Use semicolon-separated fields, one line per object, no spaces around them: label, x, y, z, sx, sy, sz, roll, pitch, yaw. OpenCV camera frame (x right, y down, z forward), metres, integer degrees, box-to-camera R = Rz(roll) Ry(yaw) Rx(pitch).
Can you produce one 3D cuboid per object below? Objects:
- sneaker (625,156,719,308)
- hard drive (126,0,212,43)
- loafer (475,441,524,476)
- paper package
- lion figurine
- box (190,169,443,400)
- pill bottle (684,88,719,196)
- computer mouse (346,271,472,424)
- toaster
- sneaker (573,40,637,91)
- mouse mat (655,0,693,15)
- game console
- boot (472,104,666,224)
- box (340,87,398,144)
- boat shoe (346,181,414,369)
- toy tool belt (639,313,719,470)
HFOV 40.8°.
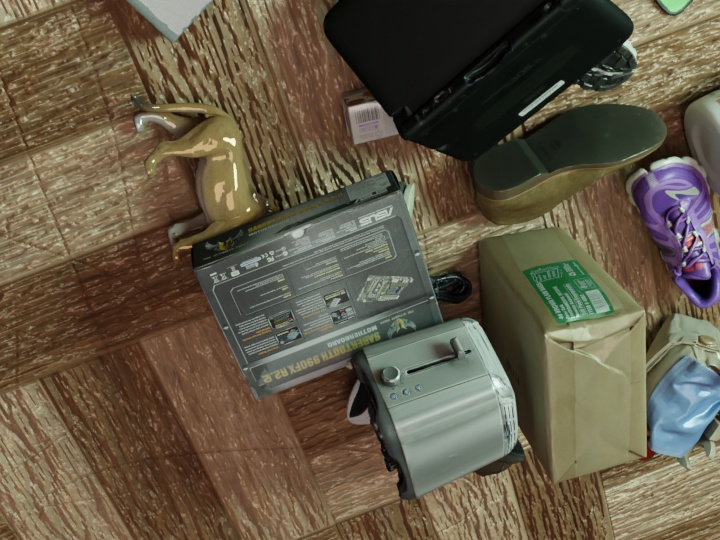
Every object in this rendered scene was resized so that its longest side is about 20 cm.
sneaker;0.339;-0.037;1.002;0.080;0.084;0.200;-24;130;21
hard drive;-0.180;-0.306;0.785;0.139;0.033;0.200;-43;119;11
loafer;0.106;0.198;1.082;0.199;0.073;0.071;27;117;-40
paper package;0.200;0.079;0.986;0.102;0.200;0.192;-14;119;-6
lion figurine;-0.130;-0.081;0.897;0.121;0.073;0.202;-17;118;-7
box;-0.036;0.016;0.897;0.198;0.048;0.159;-21;122;1
pill bottle;0.437;-0.158;0.963;0.198;0.112;0.112;-26;121;1
computer mouse;0.045;0.094;1.031;0.109;0.044;0.202;-8;128;-43
toaster;0.074;0.134;0.922;0.128;0.114;0.201;-20;142;-4
sneaker;0.167;-0.240;0.879;0.199;0.080;0.074;28;136;-27
mouse mat;0.316;-0.357;0.889;0.161;0.008;0.200;37;105;-27
game console;0.103;-0.210;0.836;0.199;0.117;0.175;-37;152;29
boot;0.207;-0.105;0.968;0.198;0.074;0.076;-20;145;-2
box;0.081;-0.165;0.918;0.198;0.039;0.042;-15;122;-5
boat shoe;0.000;0.000;0.973;0.067;0.072;0.202;24;106;4
toy tool belt;0.367;0.160;1.111;0.124;0.123;0.202;11;115;-18
